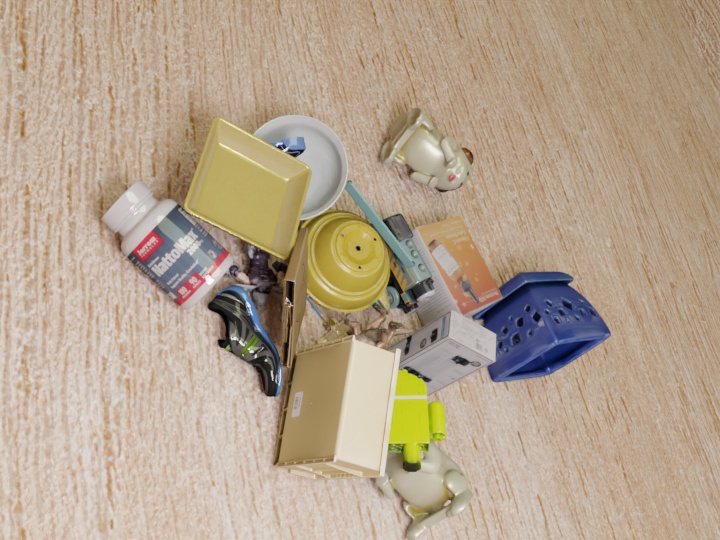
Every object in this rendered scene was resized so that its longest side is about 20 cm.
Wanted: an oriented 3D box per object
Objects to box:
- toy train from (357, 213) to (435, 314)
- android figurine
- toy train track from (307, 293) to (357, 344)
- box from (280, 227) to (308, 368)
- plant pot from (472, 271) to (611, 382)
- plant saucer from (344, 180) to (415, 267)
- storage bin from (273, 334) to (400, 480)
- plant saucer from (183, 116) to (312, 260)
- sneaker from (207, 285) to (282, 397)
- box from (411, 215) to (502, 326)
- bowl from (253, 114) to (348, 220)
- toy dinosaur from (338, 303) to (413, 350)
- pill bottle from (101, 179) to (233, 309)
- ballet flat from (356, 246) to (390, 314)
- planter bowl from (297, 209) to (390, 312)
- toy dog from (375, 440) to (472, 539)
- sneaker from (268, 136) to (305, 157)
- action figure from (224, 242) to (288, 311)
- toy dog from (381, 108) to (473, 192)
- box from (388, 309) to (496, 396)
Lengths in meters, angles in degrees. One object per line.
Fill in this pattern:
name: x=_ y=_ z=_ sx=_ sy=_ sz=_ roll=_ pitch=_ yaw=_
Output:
toy train: x=0.072 y=-0.015 z=1.768 sx=0.085 sy=0.114 sz=0.201 roll=-19 pitch=78 yaw=-45
android figurine: x=0.054 y=0.248 z=1.517 sx=0.180 sy=0.041 sz=0.201 roll=-2 pitch=47 yaw=0
toy train track: x=-0.060 y=0.074 z=1.658 sx=0.200 sy=0.032 sz=0.115 roll=53 pitch=43 yaw=-1
box: x=-0.110 y=0.042 z=1.512 sx=0.021 sy=0.165 sz=0.200 roll=6 pitch=27 yaw=2
plant pot: x=0.372 y=0.111 z=1.899 sx=0.199 sy=0.200 sz=0.181 roll=-1 pitch=60 yaw=-41
plant saucer: x=0.035 y=-0.086 z=1.680 sx=0.200 sy=0.019 sz=0.070 roll=53 pitch=6 yaw=-3
storage bin: x=-0.043 y=0.224 z=1.434 sx=0.093 sy=0.198 sz=0.201 roll=21 pitch=66 yaw=-31
plant saucer: x=-0.194 y=-0.132 z=1.516 sx=0.199 sy=0.048 sz=0.201 roll=27 pitch=56 yaw=-24
sneaker: x=-0.192 y=0.125 z=1.498 sx=0.082 sy=0.071 sz=0.201 roll=-27 pitch=87 yaw=-23
box: x=0.173 y=0.007 z=1.848 sx=0.152 sy=0.106 sz=0.201 roll=-19 pitch=78 yaw=-46
bowl: x=-0.121 y=-0.186 z=1.693 sx=0.199 sy=0.090 sz=0.203 roll=0 pitch=84 yaw=1
toy dinosaur: x=0.010 y=0.145 z=1.616 sx=0.086 sy=0.136 sz=0.199 roll=29 pitch=26 yaw=27
pill bottle: x=-0.314 y=-0.044 z=1.445 sx=0.200 sy=0.119 sz=0.120 roll=44 pitch=44 yaw=-11
ballet flat: x=0.000 y=0.000 z=1.723 sx=0.200 sy=0.071 sz=0.071 roll=44 pitch=44 yaw=-8
planter bowl: x=-0.018 y=-0.030 z=1.644 sx=0.199 sy=0.083 sz=0.202 roll=7 pitch=71 yaw=-22
toy dog: x=0.100 y=0.330 z=1.568 sx=0.201 sy=0.139 sz=0.194 roll=53 pitch=35 yaw=0
sneaker: x=-0.184 y=-0.176 z=1.619 sx=0.070 sy=0.199 sz=0.078 roll=-57 pitch=126 yaw=-88
action figure: x=-0.180 y=-0.028 z=1.581 sx=0.129 sy=0.069 sz=0.202 roll=5 pitch=78 yaw=-38
toy dog: x=0.154 y=-0.250 z=1.979 sx=0.199 sy=0.140 sz=0.194 roll=34 pitch=11 yaw=-18
box: x=0.144 y=0.158 z=1.663 sx=0.116 sy=0.200 sz=0.060 roll=28 pitch=49 yaw=-24
